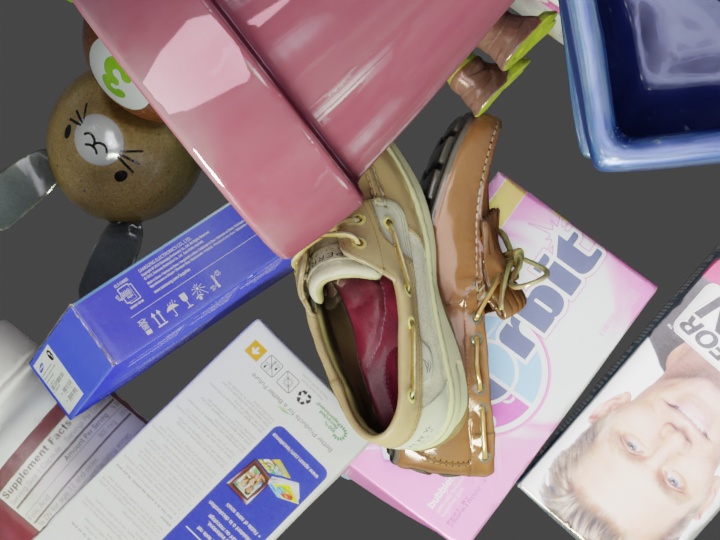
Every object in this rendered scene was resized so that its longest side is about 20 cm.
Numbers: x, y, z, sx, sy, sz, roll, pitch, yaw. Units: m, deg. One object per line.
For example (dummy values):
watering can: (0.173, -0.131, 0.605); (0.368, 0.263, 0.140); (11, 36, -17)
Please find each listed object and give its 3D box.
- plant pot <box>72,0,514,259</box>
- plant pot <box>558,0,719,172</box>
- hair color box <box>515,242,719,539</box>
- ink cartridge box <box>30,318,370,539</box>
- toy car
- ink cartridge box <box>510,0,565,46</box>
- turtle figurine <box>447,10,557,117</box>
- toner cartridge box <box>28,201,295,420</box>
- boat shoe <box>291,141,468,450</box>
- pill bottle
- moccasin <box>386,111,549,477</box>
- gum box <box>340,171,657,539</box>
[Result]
plant pot: (-0.027, -0.135, 1.270); (0.179, 0.200, 0.200); (-37, 89, 1)
plant pot: (0.192, -0.152, 1.307); (0.200, 0.180, 0.200); (-8, 89, -1)
hair color box: (0.191, 0.080, 1.490); (0.100, 0.061, 0.200); (41, 91, 2)
ink cartridge box: (-0.092, 0.127, 1.409); (0.095, 0.037, 0.200); (44, 67, 4)
toy car: (-0.135, -0.080, 1.467); (0.164, 0.158, 0.200); (40, 103, 11)
ink cartridge box: (0.143, -0.192, 1.461); (0.200, 0.129, 0.125); (35, 91, 1)
turtle figurine: (0.028, -0.167, 1.376); (0.161, 0.200, 0.064); (43, 47, 9)
toner cartridge box: (-0.086, 0.002, 1.438); (0.200, 0.095, 0.043); (-34, 85, -31)
boat shoe: (0.000, 0.000, 1.370); (0.074, 0.066, 0.200); (-27, 78, 28)
pill bottle: (-0.160, 0.128, 1.473); (0.200, 0.114, 0.114); (40, 91, 2)
moccasin: (0.061, 0.014, 1.419); (0.078, 0.074, 0.202); (5, 86, -3)
gum box: (0.066, 0.056, 1.491); (0.113, 0.066, 0.200); (36, 91, 1)
